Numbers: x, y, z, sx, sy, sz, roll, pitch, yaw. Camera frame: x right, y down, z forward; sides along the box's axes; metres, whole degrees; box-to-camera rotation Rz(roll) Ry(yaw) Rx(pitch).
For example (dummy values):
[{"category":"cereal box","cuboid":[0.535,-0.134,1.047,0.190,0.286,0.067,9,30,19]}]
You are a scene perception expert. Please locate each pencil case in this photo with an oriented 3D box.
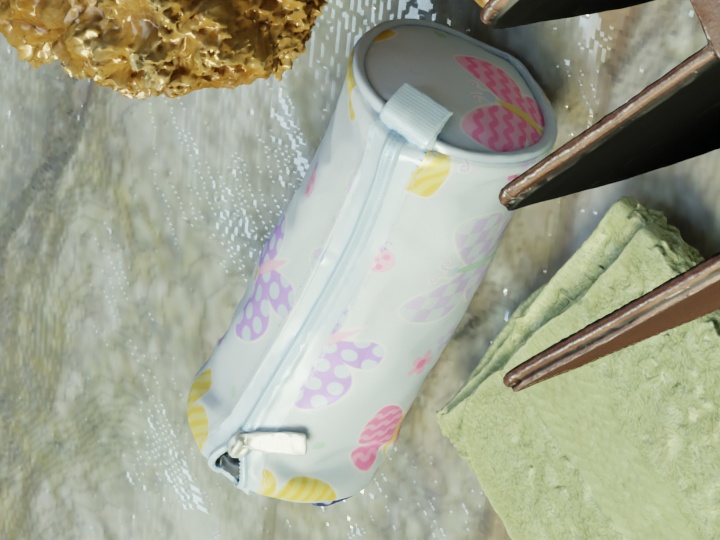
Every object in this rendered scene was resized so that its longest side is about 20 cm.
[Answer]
[{"category":"pencil case","cuboid":[0.000,0.000,0.907,0.083,0.091,0.200,46,129,24]}]

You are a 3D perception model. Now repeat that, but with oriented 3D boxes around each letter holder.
[{"category":"letter holder","cuboid":[0.121,-0.052,0.695,0.142,0.200,0.101,-36,78,44]}]

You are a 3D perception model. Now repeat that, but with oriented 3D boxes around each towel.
[{"category":"towel","cuboid":[0.119,0.087,0.858,0.200,0.036,0.148,55,132,17]}]

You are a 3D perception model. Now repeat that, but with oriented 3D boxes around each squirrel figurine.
[{"category":"squirrel figurine","cuboid":[-0.034,-0.133,0.841,0.186,0.201,0.142,24,161,19]}]
